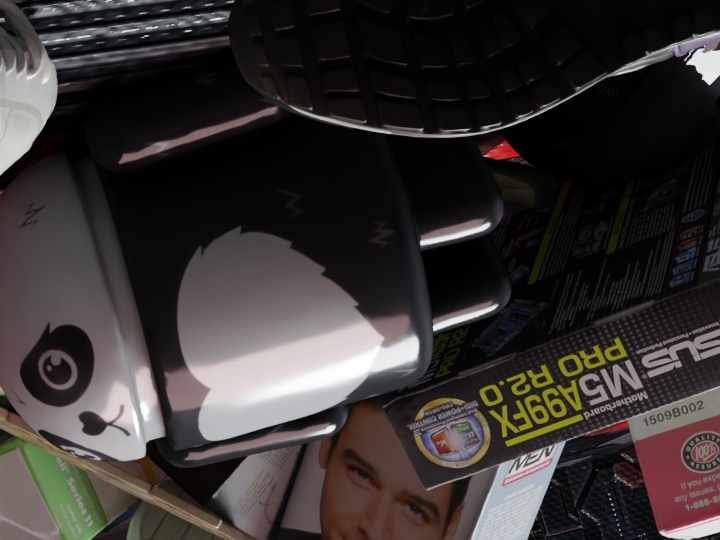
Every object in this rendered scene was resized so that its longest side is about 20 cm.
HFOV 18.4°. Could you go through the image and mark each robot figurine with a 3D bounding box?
[{"bbox_3d":[-0.046,0.000,0.845,0.199,0.151,0.125,-15,-177,-8],"label":"robot figurine"}]

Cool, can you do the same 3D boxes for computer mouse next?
[{"bbox_3d":[0.129,-0.076,0.914,0.138,0.053,0.200,-10,168,-33],"label":"computer mouse"}]

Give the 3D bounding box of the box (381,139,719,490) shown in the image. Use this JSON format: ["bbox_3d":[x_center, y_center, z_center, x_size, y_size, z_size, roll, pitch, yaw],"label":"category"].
[{"bbox_3d":[0.106,0.004,0.946,0.160,0.044,0.200,-23,-163,22],"label":"box"}]

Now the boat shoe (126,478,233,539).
[{"bbox_3d":[-0.081,0.149,1.239,0.067,0.073,0.200,-64,169,21],"label":"boat shoe"}]

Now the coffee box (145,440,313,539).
[{"bbox_3d":[-0.050,0.082,1.112,0.080,0.114,0.200,-50,152,-4],"label":"coffee box"}]

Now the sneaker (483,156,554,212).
[{"bbox_3d":[0.000,0.000,0.976,0.199,0.089,0.077,-13,175,32],"label":"sneaker"}]

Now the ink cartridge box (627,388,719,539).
[{"bbox_3d":[0.190,0.013,1.071,0.146,0.201,0.083,-19,166,17],"label":"ink cartridge box"}]

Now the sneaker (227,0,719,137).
[{"bbox_3d":[0.050,-0.080,0.725,0.199,0.076,0.088,-13,175,-18],"label":"sneaker"}]

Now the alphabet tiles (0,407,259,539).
[{"bbox_3d":[-0.137,0.077,0.993,0.200,0.006,0.166,29,171,-13],"label":"alphabet tiles"}]

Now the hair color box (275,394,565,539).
[{"bbox_3d":[0.018,0.127,1.039,0.061,0.099,0.201,-15,131,-51],"label":"hair color box"}]

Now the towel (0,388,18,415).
[{"bbox_3d":[-0.194,0.050,1.140,0.200,0.037,0.148,-24,167,40],"label":"towel"}]

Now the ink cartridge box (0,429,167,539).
[{"bbox_3d":[-0.168,0.108,1.239,0.117,0.068,0.200,-23,-174,27],"label":"ink cartridge box"}]

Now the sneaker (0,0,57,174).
[{"bbox_3d":[-0.125,-0.056,0.618,0.081,0.075,0.200,-27,175,-16],"label":"sneaker"}]
